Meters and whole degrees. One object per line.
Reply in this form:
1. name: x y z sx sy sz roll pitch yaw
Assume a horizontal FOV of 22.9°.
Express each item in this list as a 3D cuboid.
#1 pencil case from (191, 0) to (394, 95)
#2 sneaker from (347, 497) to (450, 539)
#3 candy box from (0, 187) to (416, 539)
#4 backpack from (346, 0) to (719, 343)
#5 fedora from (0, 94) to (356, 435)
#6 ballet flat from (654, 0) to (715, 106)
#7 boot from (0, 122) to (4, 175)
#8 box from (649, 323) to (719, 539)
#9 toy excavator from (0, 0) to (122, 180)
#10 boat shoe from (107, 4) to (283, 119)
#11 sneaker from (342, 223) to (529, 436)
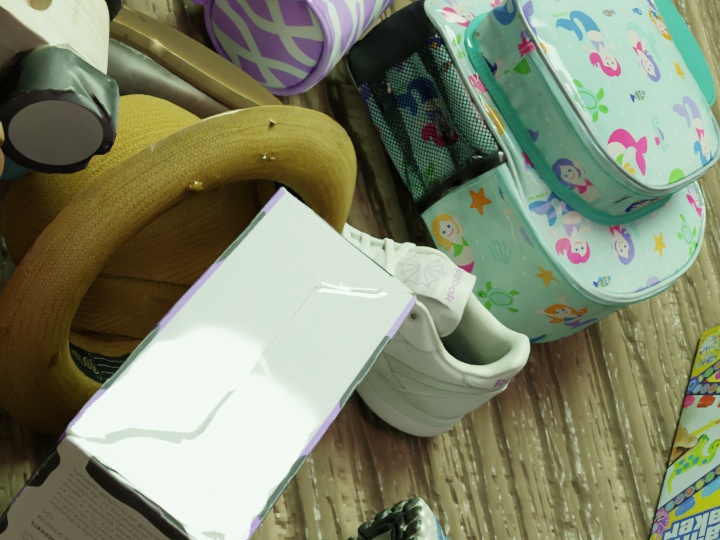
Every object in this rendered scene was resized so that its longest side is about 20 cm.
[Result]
1. pencil case: -0.015 -0.175 0.984 0.085 0.084 0.200 32 44 7
2. sneaker: 0.027 0.202 0.816 0.089 0.078 0.200 40 42 -22
3. candy box: -0.084 0.088 0.675 0.071 0.200 0.168 39 39 -1
4. backpack: 0.108 -0.067 0.993 0.177 0.150 0.201 -20 87 -49
5. fedora: -0.093 -0.017 0.776 0.200 0.201 0.082 -16 54 -45
6. ballet flat: 0.157 -0.178 1.145 0.072 0.072 0.201 -29 91 -46
7. boot: -0.188 0.047 0.638 0.156 0.200 0.077 61 1 12
8. box: 0.294 0.145 1.061 0.200 0.122 0.193 40 48 -20
9. toy excavator: -0.217 -0.086 0.687 0.194 0.200 0.100 36 37 -41
10. boat shoe: -0.120 -0.090 0.820 0.200 0.070 0.070 25 14 -40
11. sneaker: 0.000 0.000 0.888 0.200 0.100 0.075 37 49 -20
